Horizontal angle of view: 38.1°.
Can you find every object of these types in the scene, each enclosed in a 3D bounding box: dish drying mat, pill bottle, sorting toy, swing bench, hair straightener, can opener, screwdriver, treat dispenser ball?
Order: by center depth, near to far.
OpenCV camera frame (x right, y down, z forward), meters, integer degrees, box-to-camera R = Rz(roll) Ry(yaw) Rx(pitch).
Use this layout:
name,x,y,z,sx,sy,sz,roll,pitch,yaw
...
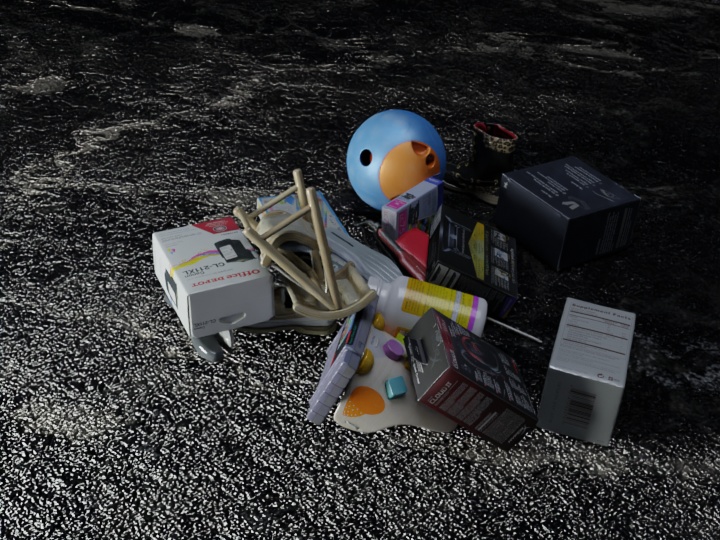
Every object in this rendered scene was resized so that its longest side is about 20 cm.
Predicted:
name,x,y,z,sx,sy,sz,roll,pitch,yaw
sorting toy,0.072,0.169,1.589,0.178,0.108,0.201,25,33,-5
swing bench,-0.087,-0.028,1.609,0.129,0.202,0.199,-31,16,-3
pill bottle,0.100,0.071,1.692,0.197,0.105,0.105,16,33,1
can opener,-0.269,0.074,1.700,0.066,0.053,0.200,-19,39,-32
screwdriver,0.222,0.080,1.790,0.198,0.029,0.028,20,35,23
hair straightener,0.055,-0.012,1.860,0.200,0.077,0.041,44,47,15
dish drying mat,0.154,-0.005,1.865,0.199,0.018,0.077,40,44,15
treat dispenser ball,0.071,-0.215,2.065,0.197,0.204,0.202,4,32,-2

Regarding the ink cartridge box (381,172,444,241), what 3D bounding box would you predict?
name,x,y,z,sx,sy,sz,roll,pitch,yaw
ink cartridge box,0.106,-0.096,1.961,0.041,0.121,0.199,18,34,28

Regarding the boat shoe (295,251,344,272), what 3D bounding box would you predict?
name,x,y,z,sx,sy,sz,roll,pitch,yaw
boat shoe,-0.054,0.018,1.789,0.199,0.062,0.073,28,74,39

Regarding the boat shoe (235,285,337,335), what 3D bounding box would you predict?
name,x,y,z,sx,sy,sz,roll,pitch,yaw
boat shoe,-0.135,0.059,1.729,0.196,0.069,0.075,1,32,-6

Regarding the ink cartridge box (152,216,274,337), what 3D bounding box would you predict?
name,x,y,z,sx,sy,sz,roll,pitch,yaw
ink cartridge box,-0.238,0.007,1.681,0.144,0.084,0.200,-13,35,-22

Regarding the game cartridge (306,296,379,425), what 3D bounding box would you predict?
name,x,y,z,sx,sy,sz,roll,pitch,yaw
game cartridge,-0.026,0.126,1.586,0.038,0.131,0.201,25,32,-4

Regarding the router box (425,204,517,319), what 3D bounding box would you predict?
name,x,y,z,sx,sy,sz,roll,pitch,yaw
router box,0.197,-0.019,1.844,0.155,0.053,0.201,25,32,-8

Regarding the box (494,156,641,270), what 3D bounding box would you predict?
name,x,y,z,sx,sy,sz,roll,pitch,yaw
box,0.401,-0.116,2.040,0.198,0.119,0.196,-15,38,-30

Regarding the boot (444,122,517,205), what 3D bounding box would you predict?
name,x,y,z,sx,sy,sz,roll,pitch,yaw
boot,0.238,-0.234,2.167,0.198,0.153,0.073,27,38,31

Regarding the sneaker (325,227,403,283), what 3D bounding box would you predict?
name,x,y,z,sx,sy,sz,roll,pitch,yaw
sneaker,0.000,0.000,1.843,0.072,0.072,0.199,-17,43,-44

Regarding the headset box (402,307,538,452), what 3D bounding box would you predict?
name,x,y,z,sx,sy,sz,roll,pitch,yaw
headset box,0.152,0.154,1.530,0.199,0.075,0.149,32,23,-25

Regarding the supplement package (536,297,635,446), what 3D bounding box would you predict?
name,x,y,z,sx,sy,sz,roll,pitch,yaw
supplement package,0.350,0.152,1.612,0.115,0.119,0.201,13,33,13

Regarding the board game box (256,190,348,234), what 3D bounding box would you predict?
name,x,y,z,sx,sy,sz,roll,pitch,yaw
board game box,-0.109,-0.084,1.990,0.132,0.035,0.201,-7,35,-19
